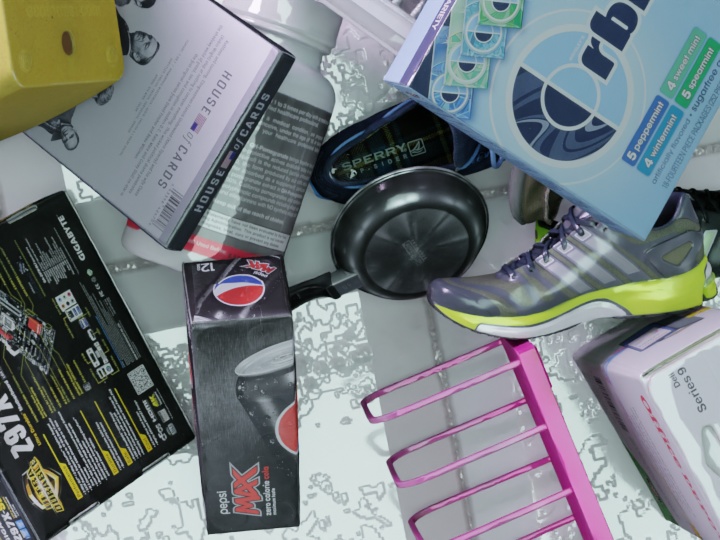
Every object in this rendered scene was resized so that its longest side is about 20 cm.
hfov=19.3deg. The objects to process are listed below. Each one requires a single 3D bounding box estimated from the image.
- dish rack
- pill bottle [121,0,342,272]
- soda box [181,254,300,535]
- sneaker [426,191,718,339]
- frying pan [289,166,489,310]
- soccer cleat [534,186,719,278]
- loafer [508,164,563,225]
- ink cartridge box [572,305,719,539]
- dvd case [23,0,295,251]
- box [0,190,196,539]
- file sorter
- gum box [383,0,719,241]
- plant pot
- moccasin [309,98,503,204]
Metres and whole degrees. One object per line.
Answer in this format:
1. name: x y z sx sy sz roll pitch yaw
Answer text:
1. dish rack: 0.005 -0.187 1.419 0.200 0.172 0.044 35 106 -2
2. pill bottle: -0.081 -0.092 1.442 0.110 0.111 0.201 19 91 -6
3. soda box: -0.078 0.086 1.423 0.070 0.063 0.201 -5 131 -4
4. sneaker: 0.140 -0.007 1.430 0.199 0.074 0.081 -10 107 -9
5. frying pan: 0.000 -0.013 1.467 0.189 0.031 0.115 -13 131 -7
6. soccer cleat: 0.218 -0.030 1.487 0.199 0.068 0.081 -16 124 -3
7. loafer: 0.163 -0.111 1.425 0.069 0.075 0.200 30 109 9
8. ink cartridge box: 0.232 0.104 1.435 0.087 0.200 0.146 -30 95 -3
9. dvd case: -0.151 -0.127 1.411 0.200 0.025 0.151 37 101 30
10. box: -0.218 0.066 1.423 0.160 0.049 0.201 -34 98 -43
11. file sorter: 0.094 0.159 1.459 0.125 0.139 0.201 -23 95 0
12. gum box: 0.139 -0.141 1.341 0.200 0.045 0.170 30 88 -25
13. plant pot: -0.265 -0.172 1.347 0.176 0.200 0.201 -6 94 24
14. moccasin: 0.062 -0.091 1.475 0.199 0.068 0.081 -28 94 -6
